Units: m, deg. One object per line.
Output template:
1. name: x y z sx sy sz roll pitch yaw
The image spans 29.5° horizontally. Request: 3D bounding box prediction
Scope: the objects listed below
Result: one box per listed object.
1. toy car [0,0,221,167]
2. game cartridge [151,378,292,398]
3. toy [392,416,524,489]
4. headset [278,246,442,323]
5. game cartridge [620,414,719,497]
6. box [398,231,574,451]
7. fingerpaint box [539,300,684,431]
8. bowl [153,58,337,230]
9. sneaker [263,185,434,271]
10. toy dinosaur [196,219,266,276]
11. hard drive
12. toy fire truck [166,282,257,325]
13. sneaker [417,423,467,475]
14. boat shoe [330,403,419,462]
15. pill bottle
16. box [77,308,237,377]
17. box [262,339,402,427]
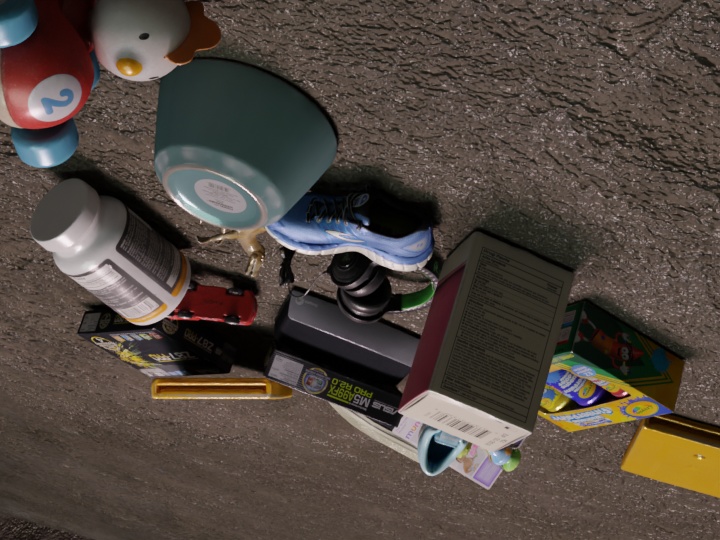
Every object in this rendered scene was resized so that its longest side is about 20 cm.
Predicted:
1. toy car: -0.230 -0.208 1.251 0.199 0.177 0.185 2 141 8
2. game cartridge: -0.202 0.176 2.046 0.176 0.033 0.200 0 176 6
3. toy: 0.155 0.231 1.932 0.200 0.115 0.047 34 -177 -33
4. headset: 0.000 0.000 1.645 0.199 0.094 0.124 -2 148 8
5. game cartridge: 0.458 0.257 1.876 0.176 0.033 0.200 15 158 8
6. box: 0.140 0.081 1.524 0.128 0.201 0.109 23 156 -9
7. fingerpaint box: 0.264 0.124 1.679 0.167 0.074 0.200 30 154 -23
8. bowl: -0.134 -0.116 1.419 0.200 0.105 0.201 17 152 9
9. sneaker: -0.013 -0.063 1.505 0.199 0.079 0.089 9 148 0
10. toy dinosaur: -0.138 -0.072 1.608 0.101 0.058 0.200 5 144 -9
11. hard drive: -0.018 0.097 1.864 0.199 0.042 0.135 22 156 -7
12. toy fire truck: -0.238 0.047 1.892 0.199 0.049 0.141 6 173 3
13. sneaker: 0.132 0.195 1.824 0.074 0.082 0.200 16 122 -7
14. boat shoe: 0.031 0.220 2.072 0.200 0.062 0.075 27 164 21
15. pill bottle: -0.317 -0.024 1.741 0.116 0.117 0.200 -1 148 38
16. box: -0.313 0.109 2.098 0.200 0.049 0.161 -6 150 43
17. box: -0.039 0.158 1.937 0.199 0.044 0.160 21 179 -5
